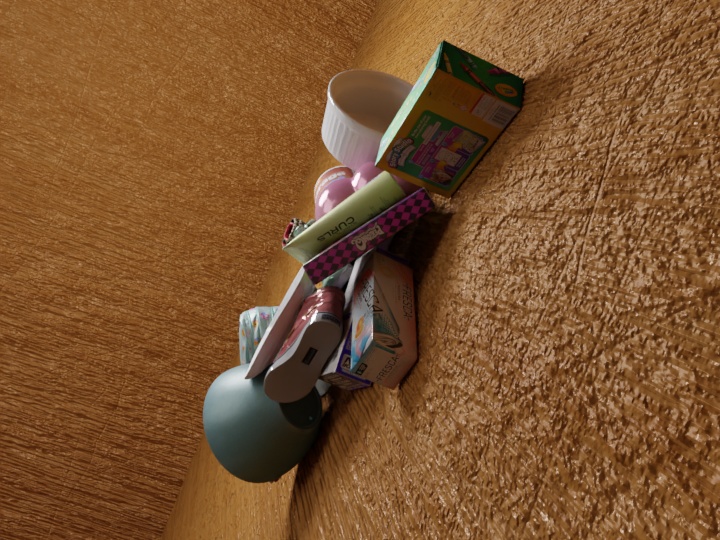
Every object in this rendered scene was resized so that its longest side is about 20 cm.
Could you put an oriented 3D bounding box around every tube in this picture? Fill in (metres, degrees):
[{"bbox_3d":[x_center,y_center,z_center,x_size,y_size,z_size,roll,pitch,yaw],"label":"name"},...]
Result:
[{"bbox_3d":[-0.024,-0.076,1.230,0.199,0.058,0.052,-34,21,8],"label":"tube"}]

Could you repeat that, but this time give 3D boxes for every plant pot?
[{"bbox_3d":[-0.141,0.236,1.328,0.134,0.200,0.201,-30,34,39],"label":"plant pot"}]

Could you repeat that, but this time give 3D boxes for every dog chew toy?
[{"bbox_3d":[0.023,-0.118,1.304,0.199,0.125,0.125,-35,23,17],"label":"dog chew toy"}]

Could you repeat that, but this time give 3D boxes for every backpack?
[{"bbox_3d":[-0.181,0.172,1.618,0.167,0.126,0.202,180,86,-73],"label":"backpack"}]

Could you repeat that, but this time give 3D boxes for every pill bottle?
[{"bbox_3d":[-0.030,-0.130,1.485,0.200,0.111,0.113,-107,41,-70],"label":"pill bottle"}]

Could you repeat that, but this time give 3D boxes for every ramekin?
[{"bbox_3d":[0.028,-0.250,1.383,0.201,0.199,0.098,-81,10,-49],"label":"ramekin"}]

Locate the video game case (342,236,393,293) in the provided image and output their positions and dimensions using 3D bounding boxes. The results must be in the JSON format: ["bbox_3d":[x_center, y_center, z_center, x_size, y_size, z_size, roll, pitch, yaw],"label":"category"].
[{"bbox_3d":[0.000,0.000,1.411,0.201,0.023,0.182,-65,12,-17],"label":"video game case"}]

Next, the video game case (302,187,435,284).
[{"bbox_3d":[0.009,-0.048,1.165,0.199,0.036,0.181,-33,2,-1],"label":"video game case"}]

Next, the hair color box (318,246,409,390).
[{"bbox_3d":[0.003,0.075,1.215,0.201,0.064,0.109,-70,12,-17],"label":"hair color box"}]

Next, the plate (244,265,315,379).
[{"bbox_3d":[-0.118,0.068,1.329,0.201,0.032,0.200,-59,7,20],"label":"plate"}]

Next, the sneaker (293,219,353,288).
[{"bbox_3d":[-0.076,-0.021,1.440,0.074,0.118,0.201,-54,14,23],"label":"sneaker"}]

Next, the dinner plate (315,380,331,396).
[{"bbox_3d":[-0.049,0.131,1.464,0.200,0.024,0.202,-158,90,-80],"label":"dinner plate"}]

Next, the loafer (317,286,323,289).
[{"bbox_3d":[-0.086,0.076,1.616,0.076,0.069,0.200,-79,15,-44],"label":"loafer"}]

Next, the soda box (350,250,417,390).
[{"bbox_3d":[0.031,0.062,1.076,0.064,0.068,0.201,-57,17,31],"label":"soda box"}]

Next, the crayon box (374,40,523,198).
[{"bbox_3d":[0.112,-0.192,1.057,0.200,0.118,0.059,127,162,-52],"label":"crayon box"}]

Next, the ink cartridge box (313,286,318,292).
[{"bbox_3d":[-0.105,0.107,1.451,0.200,0.048,0.147,53,-124,-75],"label":"ink cartridge box"}]

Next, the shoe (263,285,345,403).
[{"bbox_3d":[-0.081,0.113,1.222,0.201,0.071,0.091,-55,14,35],"label":"shoe"}]

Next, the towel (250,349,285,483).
[{"bbox_3d":[-0.164,0.253,1.414,0.023,0.144,0.201,-29,27,38],"label":"towel"}]

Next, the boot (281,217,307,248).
[{"bbox_3d":[-0.080,-0.058,1.630,0.200,0.150,0.074,-101,35,-70],"label":"boot"}]
